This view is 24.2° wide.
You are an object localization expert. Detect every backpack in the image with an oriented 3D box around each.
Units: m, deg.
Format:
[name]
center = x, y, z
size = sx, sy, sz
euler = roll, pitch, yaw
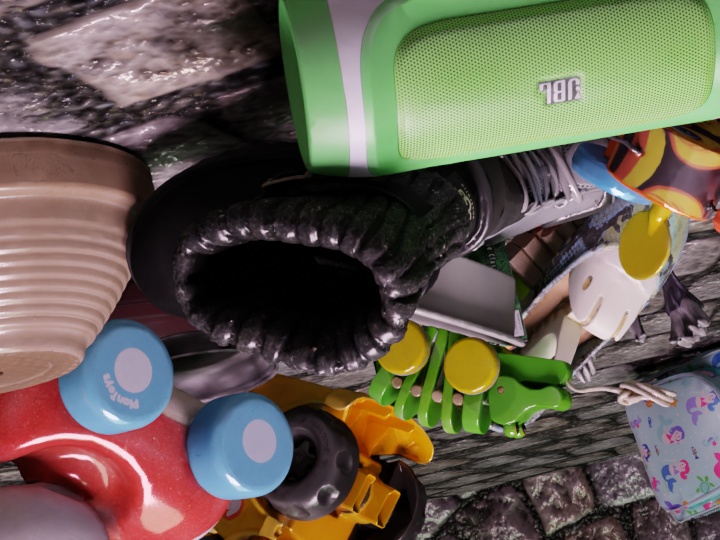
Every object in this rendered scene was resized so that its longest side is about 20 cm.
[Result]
[backpack]
center = 0.402, 0.172, 1.847
size = 0.199, 0.179, 0.150
euler = -27, 165, 37

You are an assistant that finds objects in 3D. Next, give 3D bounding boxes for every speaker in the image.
[speaker]
center = 0.070, -0.092, 0.679
size = 0.198, 0.089, 0.089
euler = -10, 167, -6

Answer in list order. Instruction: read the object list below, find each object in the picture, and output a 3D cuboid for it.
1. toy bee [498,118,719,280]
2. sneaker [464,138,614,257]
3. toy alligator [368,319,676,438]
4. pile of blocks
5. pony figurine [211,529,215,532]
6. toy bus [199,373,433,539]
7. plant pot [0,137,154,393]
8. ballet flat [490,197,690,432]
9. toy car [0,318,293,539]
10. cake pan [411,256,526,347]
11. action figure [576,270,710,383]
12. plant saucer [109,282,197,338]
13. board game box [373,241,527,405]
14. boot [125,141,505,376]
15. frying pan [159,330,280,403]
[toy bee]
center = 0.153, -0.049, 0.827
size = 0.199, 0.108, 0.132
euler = -28, 141, -41
[sneaker]
center = 0.091, -0.057, 0.895
size = 0.114, 0.076, 0.200
euler = -16, 177, 0
[toy alligator]
center = 0.071, 0.067, 0.921
size = 0.198, 0.055, 0.059
euler = 14, 178, 22
[pile of blocks]
center = 0.121, -0.024, 1.089
size = 0.199, 0.082, 0.062
euler = -31, 115, 29
[pony figurine]
center = -0.258, 0.284, 1.871
size = 0.197, 0.168, 0.194
euler = -6, 134, -10
[toy bus]
center = -0.075, 0.162, 1.137
size = 0.191, 0.202, 0.136
euler = 19, 169, 33
[plant pot]
center = -0.196, 0.010, 0.858
size = 0.198, 0.094, 0.201
euler = -12, 167, -3
[ballet flat]
center = 0.134, 0.031, 1.033
size = 0.074, 0.075, 0.200
euler = 1, 139, -41
[toy car]
center = -0.167, 0.155, 0.970
size = 0.176, 0.202, 0.183
euler = 33, 150, -31
[cake pan]
center = 0.000, 0.000, 0.932
size = 0.198, 0.037, 0.200
euler = 16, 178, 1
[action figure]
center = 0.183, 0.025, 1.222
size = 0.118, 0.103, 0.200
euler = -27, 162, 13
[plant saucer]
center = -0.170, 0.052, 1.143
size = 0.198, 0.051, 0.201
euler = -12, 167, -3
[board game box]
center = 0.047, 0.021, 1.081
size = 0.023, 0.106, 0.200
euler = -4, 166, -21
[boot]
center = -0.047, -0.004, 0.746
size = 0.209, 0.080, 0.158
euler = -15, -165, 29
[frying pan]
center = -0.090, 0.050, 1.032
size = 0.114, 0.031, 0.190
euler = -1, 157, -31
